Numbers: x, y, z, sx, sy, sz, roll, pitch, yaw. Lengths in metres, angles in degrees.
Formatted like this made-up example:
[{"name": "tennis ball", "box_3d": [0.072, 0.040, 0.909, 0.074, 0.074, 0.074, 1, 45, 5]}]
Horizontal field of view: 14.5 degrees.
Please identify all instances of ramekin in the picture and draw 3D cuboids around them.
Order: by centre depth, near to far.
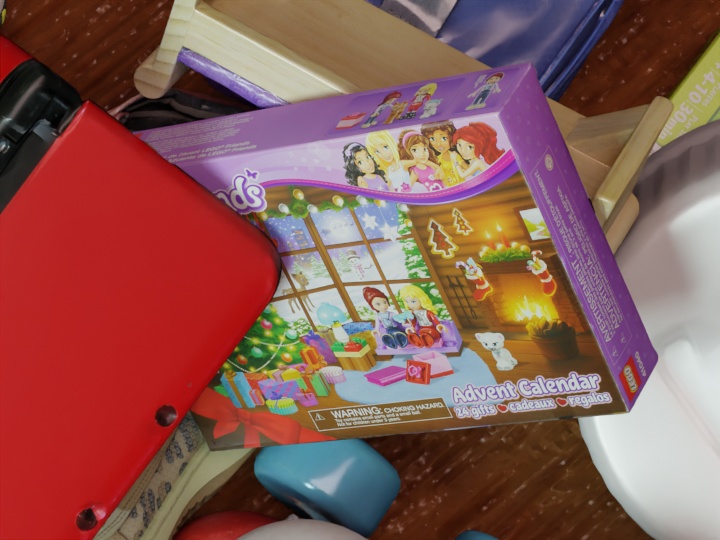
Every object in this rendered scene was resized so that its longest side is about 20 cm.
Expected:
[{"name": "ramekin", "box_3d": [0.182, 0.036, 1.196, 0.200, 0.098, 0.201, 2, 101, 9]}]

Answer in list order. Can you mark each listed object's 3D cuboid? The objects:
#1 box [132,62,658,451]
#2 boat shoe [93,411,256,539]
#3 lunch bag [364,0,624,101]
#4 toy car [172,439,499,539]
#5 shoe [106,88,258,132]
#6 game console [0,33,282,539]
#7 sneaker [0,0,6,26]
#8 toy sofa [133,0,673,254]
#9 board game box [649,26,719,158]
[{"name": "box", "box_3d": [0.000, 0.000, 1.097, 0.039, 0.200, 0.137, -55, 128, -46]}, {"name": "boat shoe", "box_3d": [-0.108, 0.092, 1.174, 0.063, 0.073, 0.200, 53, 49, -13]}, {"name": "lunch bag", "box_3d": [0.053, -0.146, 1.236, 0.136, 0.132, 0.200, 34, 77, 0]}, {"name": "toy car", "box_3d": [-0.010, 0.162, 1.133, 0.177, 0.200, 0.185, 35, 77, 0]}, {"name": "shoe", "box_3d": [-0.131, -0.036, 1.184, 0.199, 0.091, 0.072, 1, 60, -24]}, {"name": "game console", "box_3d": [-0.163, 0.016, 1.082, 0.172, 0.119, 0.200, 35, 87, 41]}, {"name": "sneaker", "box_3d": [-0.218, -0.098, 1.177, 0.075, 0.077, 0.200, 13, 42, 16]}, {"name": "toy sofa", "box_3d": [0.014, -0.056, 1.130, 0.200, 0.098, 0.083, 29, 39, 6]}, {"name": "board game box", "box_3d": [0.214, -0.014, 1.275, 0.200, 0.048, 0.102, 38, 76, 1]}]
